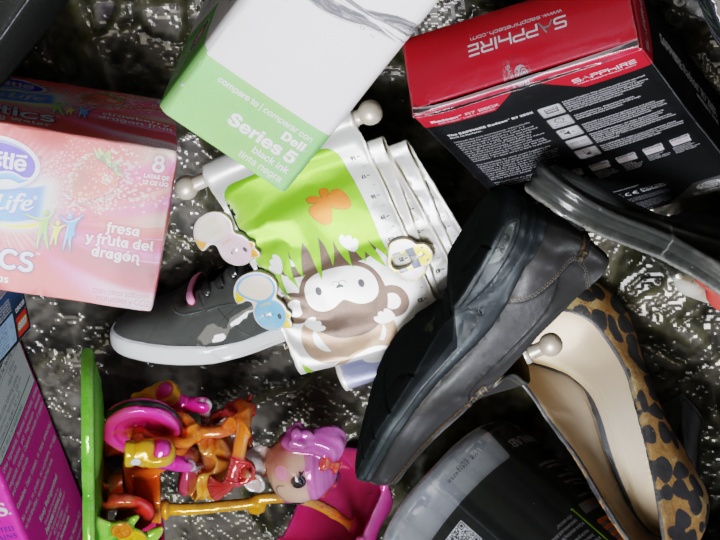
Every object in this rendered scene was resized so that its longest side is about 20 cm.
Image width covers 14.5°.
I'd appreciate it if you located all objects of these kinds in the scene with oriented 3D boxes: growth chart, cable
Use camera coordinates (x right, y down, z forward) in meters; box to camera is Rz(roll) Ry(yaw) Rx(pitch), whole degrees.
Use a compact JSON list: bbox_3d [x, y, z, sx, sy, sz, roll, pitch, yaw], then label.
[{"bbox_3d":[0.000,0.000,1.561,0.144,0.018,0.200,-30,111,19],"label":"growth chart"},{"bbox_3d":[0.161,-0.005,1.504,0.199,0.097,0.050,10,121,-48],"label":"cable"}]

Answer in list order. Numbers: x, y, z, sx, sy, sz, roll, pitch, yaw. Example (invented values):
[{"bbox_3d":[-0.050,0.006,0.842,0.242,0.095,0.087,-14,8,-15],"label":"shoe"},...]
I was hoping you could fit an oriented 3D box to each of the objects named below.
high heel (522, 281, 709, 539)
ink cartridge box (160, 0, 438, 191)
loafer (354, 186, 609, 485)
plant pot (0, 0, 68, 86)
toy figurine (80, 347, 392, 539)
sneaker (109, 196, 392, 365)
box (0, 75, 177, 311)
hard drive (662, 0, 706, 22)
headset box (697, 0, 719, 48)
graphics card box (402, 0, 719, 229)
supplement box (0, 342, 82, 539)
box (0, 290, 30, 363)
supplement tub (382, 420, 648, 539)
[{"bbox_3d":[0.121,0.074,1.588,0.200,0.143,0.071,39,120,-16],"label":"high heel"},{"bbox_3d":[-0.006,-0.162,1.453,0.084,0.146,0.200,34,121,-11],"label":"ink cartridge box"},{"bbox_3d":[0.060,0.049,1.530,0.072,0.073,0.200,22,126,-16],"label":"loafer"},{"bbox_3d":[-0.221,-0.194,1.449,0.199,0.178,0.200,33,120,-13],"label":"plant pot"},{"bbox_3d":[-0.072,0.121,1.658,0.183,0.151,0.201,-1,139,-5],"label":"toy figurine"},{"bbox_3d":[-0.057,-0.010,1.610,0.199,0.071,0.100,-11,117,11],"label":"sneaker"},{"bbox_3d":[-0.203,-0.051,1.543,0.199,0.103,0.095,9,108,-7],"label":"box"},{"bbox_3d":[0.250,-0.171,1.474,0.199,0.038,0.140,26,123,-7],"label":"hard drive"},{"bbox_3d":[0.221,-0.226,1.370,0.173,0.093,0.201,-22,105,5],"label":"headset box"},{"bbox_3d":[0.115,-0.082,1.481,0.125,0.051,0.200,-17,155,18],"label":"graphics card box"},{"bbox_3d":[-0.241,0.126,1.703,0.101,0.104,0.201,-10,119,15],"label":"supplement box"},{"bbox_3d":[-0.308,0.043,1.613,0.199,0.137,0.038,6,124,21],"label":"box"},{"bbox_3d":[0.117,0.192,1.630,0.200,0.122,0.123,41,126,21],"label":"supplement tub"}]
